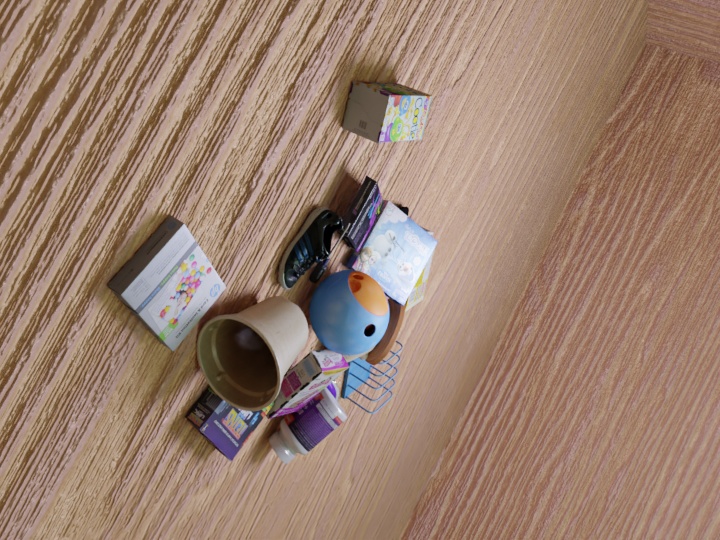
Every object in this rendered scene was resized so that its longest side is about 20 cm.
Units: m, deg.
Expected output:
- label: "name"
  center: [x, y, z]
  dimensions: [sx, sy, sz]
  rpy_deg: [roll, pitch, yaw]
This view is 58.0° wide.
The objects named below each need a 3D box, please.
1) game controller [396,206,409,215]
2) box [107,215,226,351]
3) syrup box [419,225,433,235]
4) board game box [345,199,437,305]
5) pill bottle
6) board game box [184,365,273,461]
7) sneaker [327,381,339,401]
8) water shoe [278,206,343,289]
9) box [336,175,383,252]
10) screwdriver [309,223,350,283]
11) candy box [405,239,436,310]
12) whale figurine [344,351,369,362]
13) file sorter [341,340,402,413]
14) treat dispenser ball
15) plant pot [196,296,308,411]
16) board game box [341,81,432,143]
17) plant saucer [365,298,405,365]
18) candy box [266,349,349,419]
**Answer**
- label: "game controller"
  center: [0.086, -0.081, 1.800]
  dimensions: [0.103, 0.041, 0.205]
  rpy_deg: [-9, 122, -59]
- label: "box"
  center: [-0.329, 0.028, 1.132]
  dimensions: [0.157, 0.041, 0.202]
  rpy_deg: [-53, 153, -22]
- label: "syrup box"
  center: [0.134, -0.033, 1.889]
  dimensions: [0.081, 0.078, 0.205]
  rpy_deg: [-9, 121, -58]
- label: "board game box"
  center: [0.085, -0.045, 1.715]
  dimensions: [0.198, 0.043, 0.202]
  rpy_deg: [34, 81, -29]
- label: "pill bottle"
  center: [-0.141, 0.406, 1.701]
  dimensions: [0.199, 0.112, 0.112]
  rpy_deg: [-40, 150, -6]
- label: "board game box"
  center: [-0.285, 0.310, 1.446]
  dimensions: [0.167, 0.056, 0.202]
  rpy_deg: [-54, 152, -22]
- label: "sneaker"
  center: [-0.112, 0.370, 1.803]
  dimensions: [0.099, 0.069, 0.204]
  rpy_deg: [-40, 145, -34]
- label: "water shoe"
  center: [-0.110, -0.043, 1.429]
  dimensions: [0.204, 0.078, 0.071]
  rpy_deg: [-62, 153, -4]
- label: "box"
  center: [0.003, -0.130, 1.554]
  dimensions: [0.146, 0.035, 0.200]
  rpy_deg: [-62, 169, -4]
- label: "screwdriver"
  center: [-0.065, -0.037, 1.487]
  dimensions: [0.200, 0.029, 0.028]
  rpy_deg: [-49, -170, 39]
- label: "candy box"
  center: [0.165, 0.013, 1.868]
  dimensions: [0.102, 0.026, 0.205]
  rpy_deg: [-31, 138, -49]
- label: "whale figurine"
  center: [-0.041, 0.187, 1.759]
  dimensions: [0.158, 0.104, 0.201]
  rpy_deg: [36, 102, -30]
- label: "file sorter"
  center: [0.039, 0.303, 1.965]
  dimensions: [0.138, 0.121, 0.205]
  rpy_deg: [-31, 139, -48]
- label: "treat dispenser ball"
  center: [-0.027, 0.101, 1.574]
  dimensions: [0.200, 0.198, 0.205]
  rpy_deg: [-42, 147, -36]
- label: "plant pot"
  center: [-0.202, 0.150, 1.334]
  dimensions: [0.183, 0.196, 0.205]
  rpy_deg: [-39, 147, -57]
- label: "board game box"
  center: [0.063, -0.354, 1.445]
  dimensions: [0.198, 0.103, 0.106]
  rpy_deg: [-21, 131, -55]
- label: "plant saucer"
  center: [0.060, 0.163, 1.816]
  dimensions: [0.202, 0.032, 0.202]
  rpy_deg: [-55, -161, 29]
- label: "candy box"
  center: [-0.138, 0.275, 1.589]
  dimensions: [0.200, 0.062, 0.135]
  rpy_deg: [-43, 160, 20]
